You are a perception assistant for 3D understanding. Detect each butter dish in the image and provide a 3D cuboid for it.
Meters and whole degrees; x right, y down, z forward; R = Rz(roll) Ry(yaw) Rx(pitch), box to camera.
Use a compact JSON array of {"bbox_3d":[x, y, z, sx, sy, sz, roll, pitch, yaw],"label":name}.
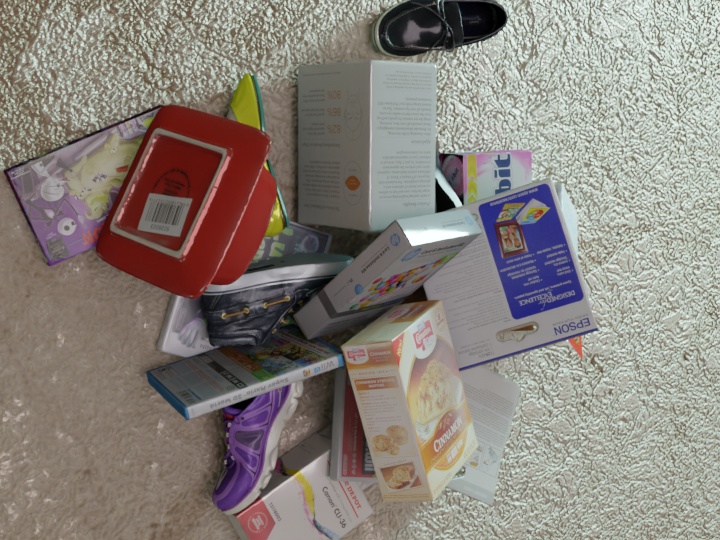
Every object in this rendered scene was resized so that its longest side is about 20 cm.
[{"bbox_3d":[-0.171,-0.064,1.214,0.148,0.200,0.200,31,81,-52],"label":"butter dish"}]

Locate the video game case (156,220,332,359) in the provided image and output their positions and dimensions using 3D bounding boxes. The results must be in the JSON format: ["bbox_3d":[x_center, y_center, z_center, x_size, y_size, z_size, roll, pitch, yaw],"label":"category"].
[{"bbox_3d":[-0.142,0.025,1.337,0.181,0.023,0.201,17,88,-29],"label":"video game case"}]

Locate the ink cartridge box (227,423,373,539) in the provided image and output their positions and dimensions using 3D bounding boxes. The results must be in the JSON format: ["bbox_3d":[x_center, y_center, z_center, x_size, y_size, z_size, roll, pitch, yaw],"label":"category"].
[{"bbox_3d":[-0.065,0.295,1.385,0.200,0.067,0.117,-34,110,-21],"label":"ink cartridge box"}]

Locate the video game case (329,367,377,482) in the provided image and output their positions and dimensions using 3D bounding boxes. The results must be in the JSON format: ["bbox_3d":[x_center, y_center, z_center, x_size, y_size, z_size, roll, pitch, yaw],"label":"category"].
[{"bbox_3d":[0.041,0.209,1.416,0.200,0.017,0.144,12,76,-42],"label":"video game case"}]

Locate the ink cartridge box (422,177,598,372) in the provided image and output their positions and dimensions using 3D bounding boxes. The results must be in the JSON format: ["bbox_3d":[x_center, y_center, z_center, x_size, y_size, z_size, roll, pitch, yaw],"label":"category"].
[{"bbox_3d":[0.177,0.007,1.351,0.197,0.047,0.201,-17,91,12],"label":"ink cartridge box"}]

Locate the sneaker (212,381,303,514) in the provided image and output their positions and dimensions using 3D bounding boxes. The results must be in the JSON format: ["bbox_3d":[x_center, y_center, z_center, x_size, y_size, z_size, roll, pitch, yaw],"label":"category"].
[{"bbox_3d":[-0.146,0.200,1.320,0.083,0.081,0.201,22,86,-32],"label":"sneaker"}]

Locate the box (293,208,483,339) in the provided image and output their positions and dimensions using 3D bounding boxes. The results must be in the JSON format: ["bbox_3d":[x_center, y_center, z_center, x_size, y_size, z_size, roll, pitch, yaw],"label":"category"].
[{"bbox_3d":[0.034,0.004,1.288,0.156,0.200,0.041,-12,64,-52],"label":"box"}]

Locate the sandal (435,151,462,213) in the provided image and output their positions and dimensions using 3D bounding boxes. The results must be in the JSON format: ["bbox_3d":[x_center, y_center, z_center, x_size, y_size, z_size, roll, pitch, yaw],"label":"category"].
[{"bbox_3d":[0.081,-0.111,1.410,0.043,0.076,0.201,-27,98,-43],"label":"sandal"}]

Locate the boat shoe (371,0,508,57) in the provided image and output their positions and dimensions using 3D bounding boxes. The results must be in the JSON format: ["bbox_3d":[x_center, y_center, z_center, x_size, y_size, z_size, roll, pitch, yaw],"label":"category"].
[{"bbox_3d":[0.107,-0.325,1.405,0.199,0.062,0.075,-13,104,-25],"label":"boat shoe"}]

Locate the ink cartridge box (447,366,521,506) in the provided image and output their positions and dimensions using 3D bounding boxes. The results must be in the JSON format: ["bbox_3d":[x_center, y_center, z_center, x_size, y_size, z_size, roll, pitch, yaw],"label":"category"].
[{"bbox_3d":[0.125,0.207,1.453,0.200,0.045,0.177,30,70,-37],"label":"ink cartridge box"}]

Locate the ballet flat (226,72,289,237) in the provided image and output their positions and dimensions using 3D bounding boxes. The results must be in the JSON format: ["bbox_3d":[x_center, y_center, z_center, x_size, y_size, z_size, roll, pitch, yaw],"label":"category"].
[{"bbox_3d":[-0.138,-0.137,1.290,0.067,0.067,0.201,-13,93,-12],"label":"ballet flat"}]

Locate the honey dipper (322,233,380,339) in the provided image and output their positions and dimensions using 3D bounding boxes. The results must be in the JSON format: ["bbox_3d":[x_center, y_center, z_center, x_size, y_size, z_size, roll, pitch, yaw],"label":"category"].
[{"bbox_3d":[0.000,0.000,1.404,0.038,0.038,0.200,42,73,-25],"label":"honey dipper"}]

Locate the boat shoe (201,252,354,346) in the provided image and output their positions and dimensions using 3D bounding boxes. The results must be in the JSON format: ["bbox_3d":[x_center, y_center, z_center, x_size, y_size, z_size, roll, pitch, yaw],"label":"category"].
[{"bbox_3d":[-0.099,0.035,1.315,0.200,0.071,0.091,-10,105,-21],"label":"boat shoe"}]

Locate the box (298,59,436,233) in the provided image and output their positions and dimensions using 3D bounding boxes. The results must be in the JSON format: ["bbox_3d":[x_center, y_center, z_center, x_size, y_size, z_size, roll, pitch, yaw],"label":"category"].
[{"bbox_3d":[0.006,-0.153,1.314,0.106,0.152,0.201,-5,100,-37],"label":"box"}]

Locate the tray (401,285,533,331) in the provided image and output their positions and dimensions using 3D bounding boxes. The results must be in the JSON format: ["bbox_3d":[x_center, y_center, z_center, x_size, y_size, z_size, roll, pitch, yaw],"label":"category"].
[{"bbox_3d":[0.126,0.033,1.409,0.199,0.037,0.099,-3,99,10],"label":"tray"}]

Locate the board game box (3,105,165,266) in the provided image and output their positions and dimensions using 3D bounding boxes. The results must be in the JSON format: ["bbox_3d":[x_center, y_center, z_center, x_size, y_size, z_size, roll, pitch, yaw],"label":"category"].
[{"bbox_3d":[-0.295,-0.100,1.240,0.200,0.032,0.120,-28,112,-22],"label":"board game box"}]

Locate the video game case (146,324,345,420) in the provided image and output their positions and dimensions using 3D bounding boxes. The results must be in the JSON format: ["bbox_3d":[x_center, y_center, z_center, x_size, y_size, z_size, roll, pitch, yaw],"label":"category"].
[{"bbox_3d":[-0.137,0.116,1.258,0.199,0.143,0.018,-17,109,-24],"label":"video game case"}]

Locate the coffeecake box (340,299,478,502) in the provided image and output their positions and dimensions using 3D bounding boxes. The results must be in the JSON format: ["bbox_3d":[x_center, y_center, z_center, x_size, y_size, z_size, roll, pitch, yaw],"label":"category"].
[{"bbox_3d":[0.064,0.155,1.295,0.153,0.073,0.201,-33,111,-58],"label":"coffeecake box"}]

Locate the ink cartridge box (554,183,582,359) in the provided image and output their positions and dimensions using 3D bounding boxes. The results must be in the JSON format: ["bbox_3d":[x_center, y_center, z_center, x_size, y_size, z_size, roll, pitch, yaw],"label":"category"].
[{"bbox_3d":[0.291,0.004,1.473,0.200,0.047,0.161,50,36,-42],"label":"ink cartridge box"}]

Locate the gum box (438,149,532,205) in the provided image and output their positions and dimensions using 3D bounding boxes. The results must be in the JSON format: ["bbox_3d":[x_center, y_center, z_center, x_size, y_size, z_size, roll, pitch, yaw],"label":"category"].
[{"bbox_3d":[0.173,-0.063,1.467,0.113,0.066,0.201,-7,99,-28],"label":"gum box"}]
